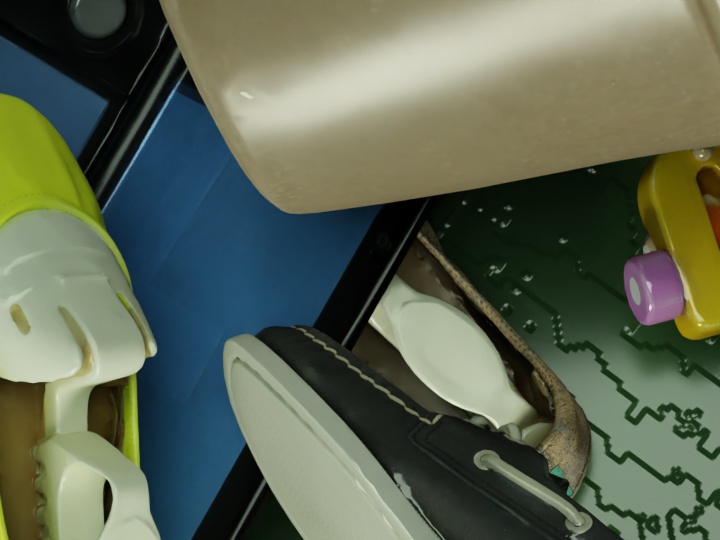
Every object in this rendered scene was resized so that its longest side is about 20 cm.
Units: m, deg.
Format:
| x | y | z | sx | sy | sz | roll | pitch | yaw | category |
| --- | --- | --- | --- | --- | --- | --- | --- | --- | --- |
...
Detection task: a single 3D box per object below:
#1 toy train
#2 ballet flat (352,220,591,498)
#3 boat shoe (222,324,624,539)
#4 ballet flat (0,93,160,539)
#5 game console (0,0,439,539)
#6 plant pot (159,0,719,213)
| x | y | z | sx | sy | sz | roll | pitch | yaw | category |
| --- | --- | --- | --- | --- | --- | --- | --- | --- | --- |
| 0.161 | -0.022 | 0.857 | 0.150 | 0.056 | 0.200 | 11 | 76 | -6 | toy train |
| 0.000 | 0.000 | 0.858 | 0.200 | 0.067 | 0.068 | 41 | 85 | 12 | ballet flat |
| 0.038 | 0.078 | 0.737 | 0.060 | 0.074 | 0.200 | -34 | 55 | -21 | boat shoe |
| -0.085 | 0.045 | 0.755 | 0.067 | 0.067 | 0.200 | -3 | 88 | -35 | ballet flat |
| -0.103 | -0.005 | 0.805 | 0.172 | 0.119 | 0.200 | 31 | 87 | -27 | game console |
| 0.035 | -0.100 | 0.734 | 0.175 | 0.200 | 0.200 | -23 | 78 | 8 | plant pot |
